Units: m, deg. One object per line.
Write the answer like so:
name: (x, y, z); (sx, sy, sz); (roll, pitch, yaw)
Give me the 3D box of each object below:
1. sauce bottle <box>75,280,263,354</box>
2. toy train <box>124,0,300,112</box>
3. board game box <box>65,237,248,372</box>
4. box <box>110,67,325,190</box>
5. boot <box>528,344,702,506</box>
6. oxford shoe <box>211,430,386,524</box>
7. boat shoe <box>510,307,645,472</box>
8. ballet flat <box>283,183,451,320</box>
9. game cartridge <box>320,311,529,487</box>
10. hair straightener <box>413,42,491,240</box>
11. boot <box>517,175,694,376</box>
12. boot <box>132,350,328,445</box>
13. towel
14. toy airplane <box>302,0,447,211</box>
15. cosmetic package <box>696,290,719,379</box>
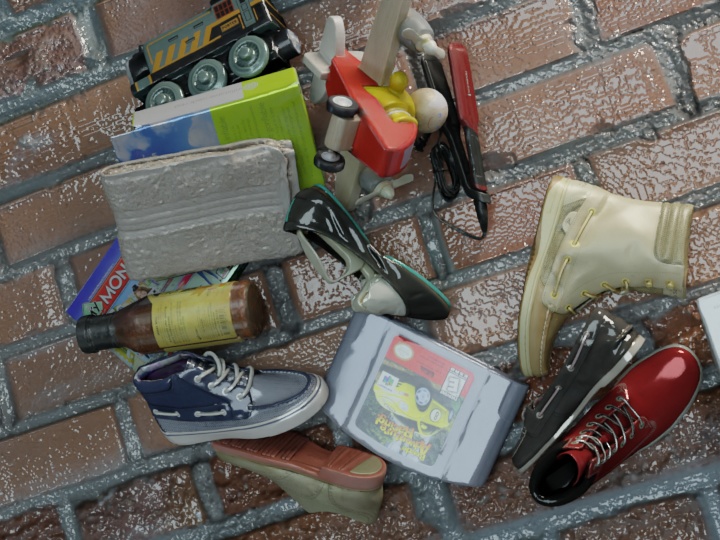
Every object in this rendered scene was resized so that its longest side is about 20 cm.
sauce bottle: (-0.202, 0.053, 1.424); (0.198, 0.066, 0.067); (-7, 86, 12)
toy train: (-0.160, -0.223, 1.450); (0.199, 0.085, 0.115); (-25, 70, 15)
board game box: (-0.213, 0.006, 1.477); (0.134, 0.029, 0.201); (37, 97, 12)
box: (-0.146, -0.122, 1.405); (0.198, 0.048, 0.123); (-15, 121, 1)
boot: (0.245, 0.149, 1.289); (0.200, 0.144, 0.072); (-44, 77, 8)
oxford shoe: (-0.069, 0.215, 1.411); (0.198, 0.071, 0.075); (13, 114, 26)
boat shoe: (0.198, 0.115, 1.322); (0.057, 0.067, 0.201); (42, 123, 9)
ballet flat: (0.000, 0.000, 1.381); (0.200, 0.068, 0.069); (41, 70, -4)
game cartridge: (0.058, 0.135, 1.397); (0.199, 0.041, 0.134); (25, 98, 15)
hair straightener: (0.093, -0.128, 1.403); (0.076, 0.041, 0.202); (-13, 90, 35)
boot: (0.241, 0.019, 1.335); (0.154, 0.073, 0.202); (12, 88, 14)
boot: (-0.137, 0.123, 1.404); (0.198, 0.073, 0.091); (-15, 126, 20)
towel: (-0.156, -0.061, 1.392); (0.198, 0.035, 0.134); (-11, 120, -3)
toy airplane: (0.017, -0.171, 1.363); (0.140, 0.200, 0.201); (5, 78, -14)
cosmetic package: (0.392, 0.103, 1.222); (0.122, 0.200, 0.201); (-19, 83, 16)
